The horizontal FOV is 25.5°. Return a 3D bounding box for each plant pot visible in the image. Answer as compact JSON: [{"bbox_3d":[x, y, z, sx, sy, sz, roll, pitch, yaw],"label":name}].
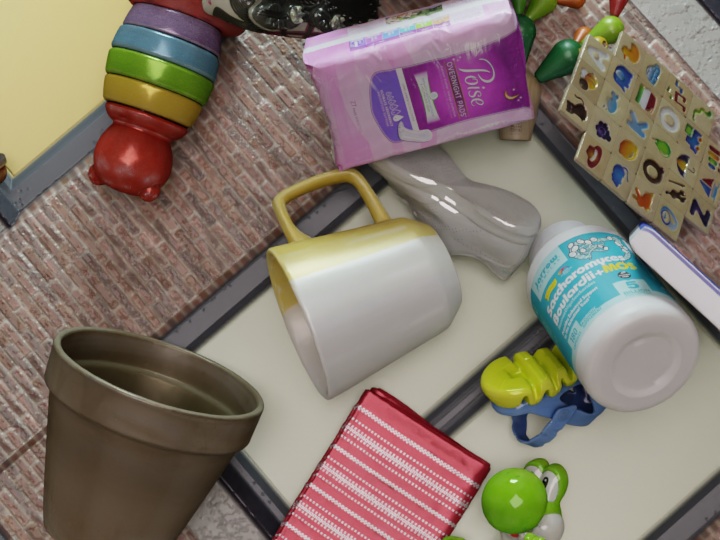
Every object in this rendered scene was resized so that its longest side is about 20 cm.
[{"bbox_3d":[-0.210,0.168,1.454,0.199,0.200,0.174,22,100,3],"label":"plant pot"}]

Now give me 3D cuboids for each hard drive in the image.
[{"bbox_3d":[0.299,0.008,1.447,0.132,0.200,0.025,43,99,5],"label":"hard drive"}]

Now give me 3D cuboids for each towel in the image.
[{"bbox_3d":[0.016,0.229,1.515,0.144,0.022,0.200,33,87,2],"label":"towel"}]

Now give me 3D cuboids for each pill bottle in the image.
[{"bbox_3d":[0.219,0.032,1.448,0.110,0.200,0.111,-8,122,-13],"label":"pill bottle"}]

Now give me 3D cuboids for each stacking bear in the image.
[{"bbox_3d":[-0.198,-0.168,1.523,0.121,0.114,0.201,17,88,3],"label":"stacking bear"}]

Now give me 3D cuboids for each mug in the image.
[{"bbox_3d":[0.004,0.007,1.478,0.153,0.149,0.187,-22,108,-10],"label":"mug"}]

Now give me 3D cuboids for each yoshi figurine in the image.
[{"bbox_3d":[0.130,0.264,1.465,0.112,0.112,0.201,19,82,2],"label":"yoshi figurine"}]

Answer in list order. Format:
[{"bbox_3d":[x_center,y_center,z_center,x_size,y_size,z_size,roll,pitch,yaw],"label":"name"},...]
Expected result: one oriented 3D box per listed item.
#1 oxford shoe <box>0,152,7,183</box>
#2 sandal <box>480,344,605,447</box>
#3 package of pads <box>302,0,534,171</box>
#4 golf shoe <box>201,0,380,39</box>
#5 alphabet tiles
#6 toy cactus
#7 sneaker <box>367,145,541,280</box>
[{"bbox_3d":[-0.420,-0.045,1.539,0.200,0.071,0.071,-33,112,-3],"label":"oxford shoe"},{"bbox_3d":[0.211,0.109,1.510,0.199,0.080,0.087,-14,121,-8],"label":"sandal"},{"bbox_3d":[0.055,-0.175,1.464,0.199,0.076,0.121,-14,125,5],"label":"package of pads"},{"bbox_3d":[-0.059,-0.255,1.510,0.088,0.200,0.078,3,91,39],"label":"golf shoe"},{"bbox_3d":[0.270,-0.127,1.498,0.200,0.006,0.167,37,56,-20],"label":"alphabet tiles"},{"bbox_3d":[0.158,-0.209,1.536,0.199,0.102,0.166,1,93,-8],"label":"toy cactus"},{"bbox_3d":[0.073,-0.060,1.529,0.200,0.075,0.089,34,129,18],"label":"sneaker"}]
